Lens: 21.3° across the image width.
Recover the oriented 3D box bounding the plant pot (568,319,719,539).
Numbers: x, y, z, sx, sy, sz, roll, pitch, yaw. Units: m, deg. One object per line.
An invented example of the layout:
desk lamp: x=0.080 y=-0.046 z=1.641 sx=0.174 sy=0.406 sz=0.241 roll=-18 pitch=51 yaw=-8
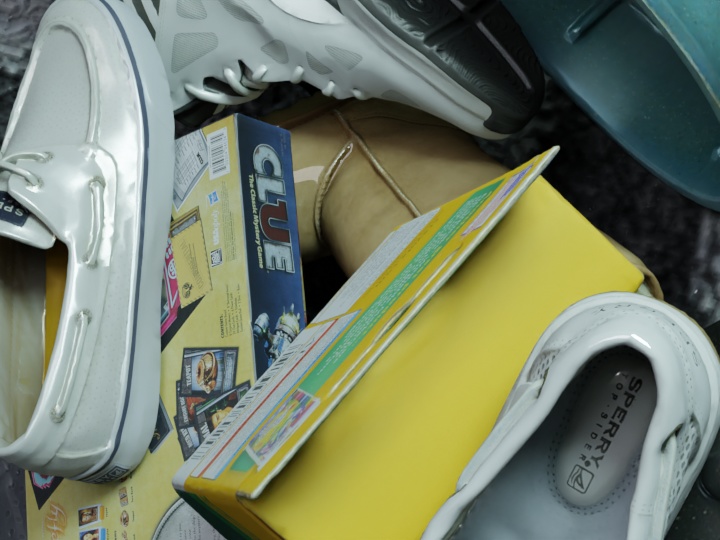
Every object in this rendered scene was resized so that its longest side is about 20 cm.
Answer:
plant pot: x=0.103 y=0.125 z=0.585 sx=0.199 sy=0.177 sz=0.201 roll=-31 pitch=78 yaw=14

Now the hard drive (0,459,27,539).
hard drive: x=-0.089 y=0.129 z=0.823 sx=0.135 sy=0.042 sz=0.201 roll=-30 pitch=54 yaw=15

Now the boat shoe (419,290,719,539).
boat shoe: x=0.031 y=0.099 z=0.479 sx=0.071 sy=0.069 sz=0.201 roll=21 pitch=96 yaw=13

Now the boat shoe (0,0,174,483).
boat shoe: x=-0.121 y=-0.019 z=0.748 sx=0.071 sy=0.070 sz=0.201 roll=-9 pitch=74 yaw=40

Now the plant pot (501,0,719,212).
plant pot: x=0.150 y=-0.162 z=0.743 sx=0.196 sy=0.200 sz=0.200 roll=-42 pitch=52 yaw=-4

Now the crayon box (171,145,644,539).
crayon box: x=0.010 y=0.037 z=0.587 sx=0.052 sy=0.200 sz=0.126 roll=43 pitch=79 yaw=-4

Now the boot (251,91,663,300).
boot: x=0.000 y=0.000 z=0.779 sx=0.175 sy=0.066 sz=0.200 roll=-35 pitch=39 yaw=-3

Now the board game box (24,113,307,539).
board game box: x=-0.080 y=0.053 z=0.767 sx=0.135 sy=0.035 sz=0.201 roll=-18 pitch=69 yaw=37

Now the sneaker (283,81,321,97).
sneaker: x=-0.052 y=-0.148 z=0.865 sx=0.115 sy=0.200 sz=0.081 roll=-38 pitch=9 yaw=14

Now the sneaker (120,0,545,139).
sneaker: x=-0.022 y=-0.095 z=0.809 sx=0.200 sy=0.076 sz=0.116 roll=37 pitch=125 yaw=12
